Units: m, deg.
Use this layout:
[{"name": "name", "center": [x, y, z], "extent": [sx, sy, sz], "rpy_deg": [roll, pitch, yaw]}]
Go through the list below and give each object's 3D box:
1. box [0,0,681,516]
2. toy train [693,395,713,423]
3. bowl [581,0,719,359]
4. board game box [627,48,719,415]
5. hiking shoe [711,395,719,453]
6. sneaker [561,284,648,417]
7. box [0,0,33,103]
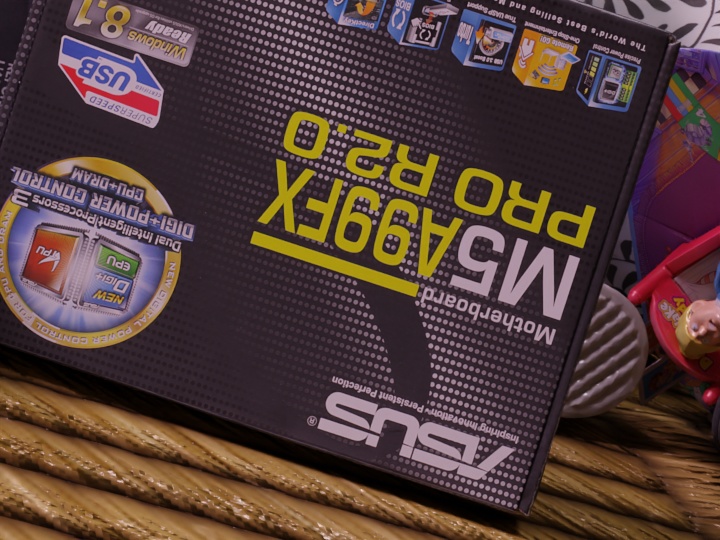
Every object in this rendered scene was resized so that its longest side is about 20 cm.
[{"name": "box", "center": [-0.016, -0.029, 0.943], "extent": [0.199, 0.161, 0.044], "rpy_deg": [19, 1, 0]}, {"name": "toy train", "center": [0.192, 0.024, 1.283], "extent": [0.046, 0.034, 0.200], "rpy_deg": [42, 33, 10]}, {"name": "bowl", "center": [0.100, -0.060, 1.303], "extent": [0.094, 0.202, 0.201], "rpy_deg": [1, 13, -13]}, {"name": "board game box", "center": [0.146, 0.015, 1.094], "extent": [0.039, 0.201, 0.158], "rpy_deg": [-38, 46, -28]}, {"name": "hiking shoe", "center": [0.220, 0.093, 1.030], "extent": [0.199, 0.076, 0.101], "rpy_deg": [14, 27, -11]}, {"name": "sneaker", "center": [0.000, 0.001, 1.116], "extent": [0.200, 0.073, 0.114], "rpy_deg": [25, 1, -29]}, {"name": "box", "center": [-0.136, -0.076, 1.075], "extent": [0.114, 0.133, 0.200], "rpy_deg": [13, 11, -19]}]
